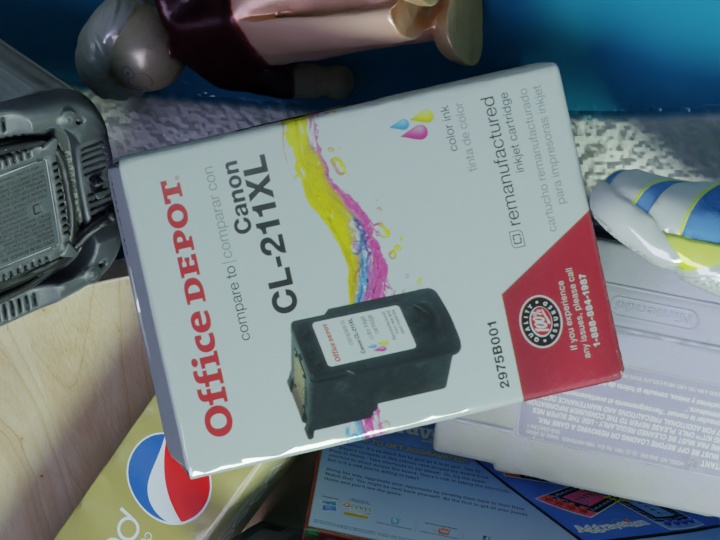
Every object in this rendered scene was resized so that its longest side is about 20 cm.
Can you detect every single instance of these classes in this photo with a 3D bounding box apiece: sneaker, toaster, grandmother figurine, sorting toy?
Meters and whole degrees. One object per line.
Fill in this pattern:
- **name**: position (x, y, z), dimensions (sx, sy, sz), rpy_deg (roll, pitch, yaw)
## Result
- **sneaker**: position (0.203, -0.027, 1.148), dimensions (0.199, 0.076, 0.105), rpy_deg (21, 97, -11)
- **toaster**: position (-0.204, -0.042, 1.231), dimensions (0.129, 0.200, 0.114), rpy_deg (39, 144, 46)
- **grandmother figurine**: position (-0.049, -0.116, 1.220), dimensions (0.199, 0.061, 0.121), rpy_deg (-9, 127, 31)
- **sorting toy**: position (-0.118, 0.073, 1.351), dimensions (0.198, 0.070, 0.201), rpy_deg (-11, 121, 2)

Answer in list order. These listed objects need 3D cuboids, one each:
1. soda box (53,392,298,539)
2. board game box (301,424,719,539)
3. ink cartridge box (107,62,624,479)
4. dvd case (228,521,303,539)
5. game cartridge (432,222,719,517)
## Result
- **soda box**: position (-0.092, 0.114, 1.287), dimensions (0.064, 0.068, 0.200), rpy_deg (41, 114, 10)
- **board game box**: position (0.075, 0.117, 1.277), dimensions (0.199, 0.103, 0.019), rpy_deg (12, 127, -1)
- **ink cartridge box**: position (0.000, 0.000, 1.174), dimensions (0.199, 0.083, 0.146), rpy_deg (-13, 93, -7)
- **dvd case**: position (0.033, 0.158, 1.265), dimensions (0.199, 0.150, 0.025), rpy_deg (11, 91, 8)
- **game cartridge**: position (0.137, 0.047, 1.247), dimensions (0.199, 0.038, 0.130), rpy_deg (12, 115, 15)
